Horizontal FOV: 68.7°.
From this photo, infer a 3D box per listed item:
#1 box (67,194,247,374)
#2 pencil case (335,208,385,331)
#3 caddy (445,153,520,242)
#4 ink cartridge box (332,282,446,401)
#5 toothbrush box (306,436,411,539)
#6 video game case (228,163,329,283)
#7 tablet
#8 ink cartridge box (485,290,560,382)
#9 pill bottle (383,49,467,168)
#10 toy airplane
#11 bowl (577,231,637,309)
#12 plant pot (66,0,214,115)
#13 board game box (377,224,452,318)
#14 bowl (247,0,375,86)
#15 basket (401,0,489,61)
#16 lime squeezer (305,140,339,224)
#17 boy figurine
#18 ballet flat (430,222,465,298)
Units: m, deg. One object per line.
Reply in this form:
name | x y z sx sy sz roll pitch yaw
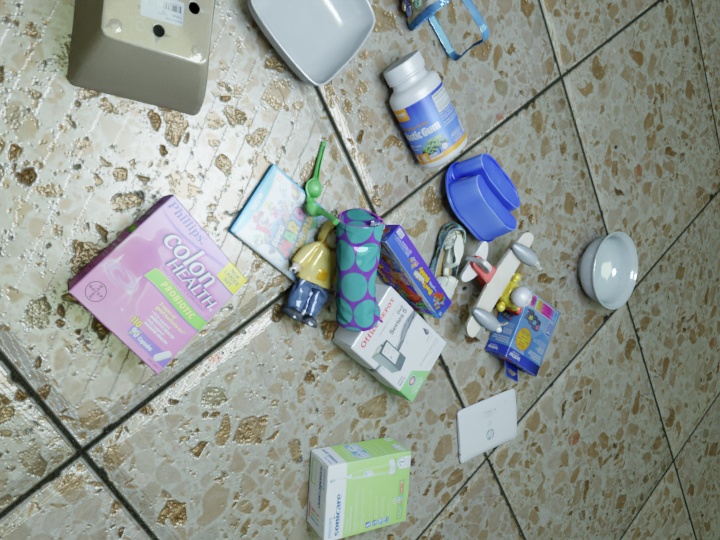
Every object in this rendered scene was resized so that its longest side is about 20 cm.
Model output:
box | -0.312 0.018 0.822 0.201 0.096 0.177 -47 116 -19
pencil case | 0.000 0.000 0.936 0.089 0.085 0.207 -4 111 -19
caddy | 0.263 -0.156 1.158 0.199 0.103 0.144 42 51 -28
ink cartridge box | 0.061 0.144 1.073 0.200 0.083 0.147 43 74 -28
toothbrush box | -0.002 0.435 1.066 0.194 0.085 0.151 1 95 -32
video game case | -0.126 -0.073 0.972 0.199 0.018 0.145 40 75 -29
tablet | 0.315 0.381 1.298 0.195 0.014 0.135 -11 101 -30
ink cartridge box | 0.391 0.163 1.287 0.134 0.076 0.205 29 82 -30
pill bottle | 0.124 -0.320 1.046 0.112 0.111 0.203 -42 114 -20
toy airplane | 0.309 0.031 1.149 0.195 0.140 0.207 -15 118 -33
bowl | 0.651 -0.003 1.420 0.195 0.089 0.209 -4 97 -32
plant pot | -0.294 -0.359 0.745 0.194 0.175 0.208 6 92 -31
board game box | 0.080 -0.001 1.040 0.045 0.133 0.202 -46 115 -18
bowl | -0.090 -0.449 0.922 0.200 0.074 0.202 46 73 -27
basket | 0.162 -0.514 1.020 0.139 0.176 0.201 -41 102 -4
lime squeezer | -0.077 -0.145 0.953 0.037 0.071 0.205 9 50 -23
boy figurine | -0.070 0.001 0.970 0.122 0.064 0.205 29 83 -27
ballet flat | 0.188 -0.003 1.146 0.072 0.074 0.208 8 91 -31
